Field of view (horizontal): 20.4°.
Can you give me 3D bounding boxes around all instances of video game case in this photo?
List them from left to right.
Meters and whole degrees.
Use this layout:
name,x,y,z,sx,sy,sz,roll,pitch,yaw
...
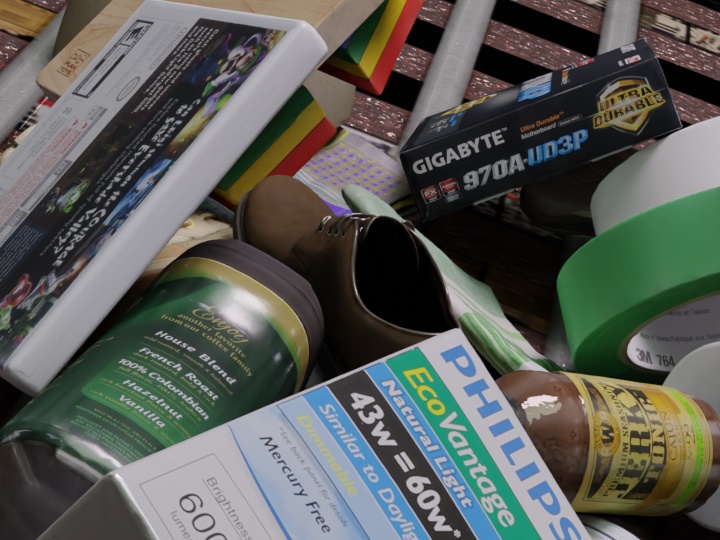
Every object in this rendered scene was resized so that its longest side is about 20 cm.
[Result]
name,x,y,z,sx,sy,sz,roll,pitch,yaw
video game case,-0.121,-0.042,0.926,0.023,0.200,0.182,45,-13,-27

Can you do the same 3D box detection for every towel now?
name,x,y,z,sx,sy,sz,roll,pitch,yaw
towel,-0.057,-0.060,1.228,0.143,0.023,0.199,37,31,26
towel,0.082,0.040,1.068,0.152,0.023,0.200,38,8,-46

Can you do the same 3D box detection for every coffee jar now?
name,x,y,z,sx,sy,sz,roll,pitch,yaw
coffee jar,-0.088,0.068,0.864,0.085,0.105,0.200,30,33,5

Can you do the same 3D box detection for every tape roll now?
name,x,y,z,sx,sy,sz,roll,pitch,yaw
tape roll,0.208,0.009,1.087,0.199,0.200,0.049,3,64,-30
tape roll,0.239,-0.026,1.176,0.201,0.202,0.071,3,65,-31

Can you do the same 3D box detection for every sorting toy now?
name,x,y,z,sx,sy,sz,roll,pitch,yaw
sorting toy,-0.055,-0.130,1.112,0.070,0.199,0.200,50,-12,-34

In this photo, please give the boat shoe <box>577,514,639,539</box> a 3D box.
name,x,y,z,sx,sy,sz,roll,pitch,yaw
boat shoe,0.111,0.175,0.851,0.066,0.074,0.200,13,27,-33

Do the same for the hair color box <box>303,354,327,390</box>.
name,x,y,z,sx,sy,sz,roll,pitch,yaw
hair color box,0.012,0.092,0.954,0.101,0.062,0.200,9,28,-19

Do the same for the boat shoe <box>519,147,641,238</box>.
name,x,y,z,sx,sy,sz,roll,pitch,yaw
boat shoe,0.187,-0.034,1.298,0.199,0.074,0.075,-1,39,-30

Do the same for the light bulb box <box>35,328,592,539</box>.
name,x,y,z,sx,sy,sz,roll,pitch,yaw
light bulb box,-0.003,0.151,0.696,0.199,0.125,0.199,-20,73,-52

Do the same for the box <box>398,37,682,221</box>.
name,x,y,z,sx,sy,sz,roll,pitch,yaw
box,0.110,-0.089,1.216,0.158,0.046,0.200,-20,7,10

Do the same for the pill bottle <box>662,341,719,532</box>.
name,x,y,z,sx,sy,sz,roll,pitch,yaw
pill bottle,0.253,0.086,1.056,0.199,0.114,0.114,2,32,-44

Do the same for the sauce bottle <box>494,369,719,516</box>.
name,x,y,z,sx,sy,sz,roll,pitch,yaw
sauce bottle,0.091,0.078,0.902,0.199,0.065,0.065,8,27,-49

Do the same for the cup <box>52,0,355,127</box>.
name,x,y,z,sx,sy,sz,roll,pitch,yaw
cup,-0.088,-0.189,1.278,0.199,0.144,0.201,10,22,-4

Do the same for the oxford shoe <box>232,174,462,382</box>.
name,x,y,z,sx,sy,sz,roll,pitch,yaw
oxford shoe,0.000,0.000,0.958,0.072,0.085,0.200,-2,33,-32

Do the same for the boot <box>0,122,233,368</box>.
name,x,y,z,sx,sy,sz,roll,pitch,yaw
boot,-0.136,-0.014,1.024,0.155,0.073,0.200,33,23,20
